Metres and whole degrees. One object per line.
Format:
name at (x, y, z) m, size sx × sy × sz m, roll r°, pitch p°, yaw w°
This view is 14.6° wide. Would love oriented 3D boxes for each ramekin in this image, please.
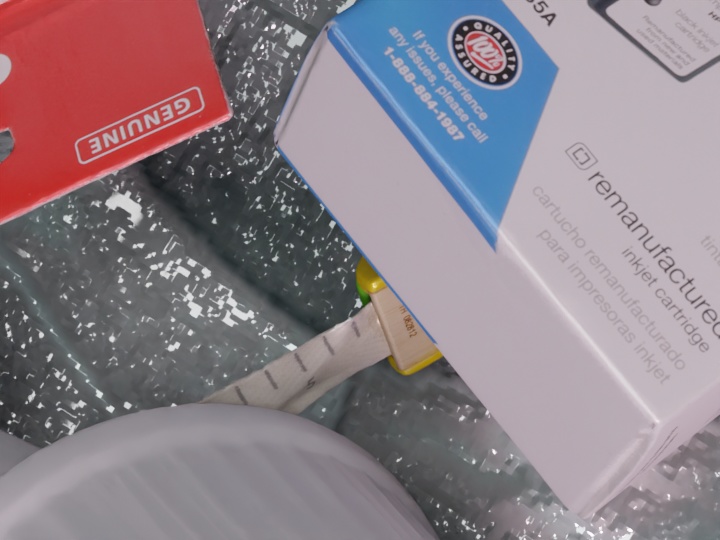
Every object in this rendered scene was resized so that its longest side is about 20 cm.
ramekin at (-0.039, 0.147, 0.797) m, size 0.200 × 0.098 × 0.201 m, roll -10°, pitch 112°, yaw -25°

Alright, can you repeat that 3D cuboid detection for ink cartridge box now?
ink cartridge box at (0.099, -0.049, 0.813) m, size 0.200 × 0.086 × 0.147 m, roll -35°, pitch 79°, yaw -22°
ink cartridge box at (-0.152, -0.082, 0.882) m, size 0.199 × 0.045 × 0.177 m, roll -24°, pitch 50°, yaw 7°

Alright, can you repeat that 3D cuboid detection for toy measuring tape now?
toy measuring tape at (0.000, 0.000, 0.862) m, size 0.200 × 0.074 × 0.074 m, roll -31°, pitch 80°, yaw -14°

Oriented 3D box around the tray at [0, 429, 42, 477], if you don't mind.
tray at (-0.085, 0.118, 0.835) m, size 0.022 × 0.200 × 0.108 m, roll 27°, pitch 88°, yaw 56°
